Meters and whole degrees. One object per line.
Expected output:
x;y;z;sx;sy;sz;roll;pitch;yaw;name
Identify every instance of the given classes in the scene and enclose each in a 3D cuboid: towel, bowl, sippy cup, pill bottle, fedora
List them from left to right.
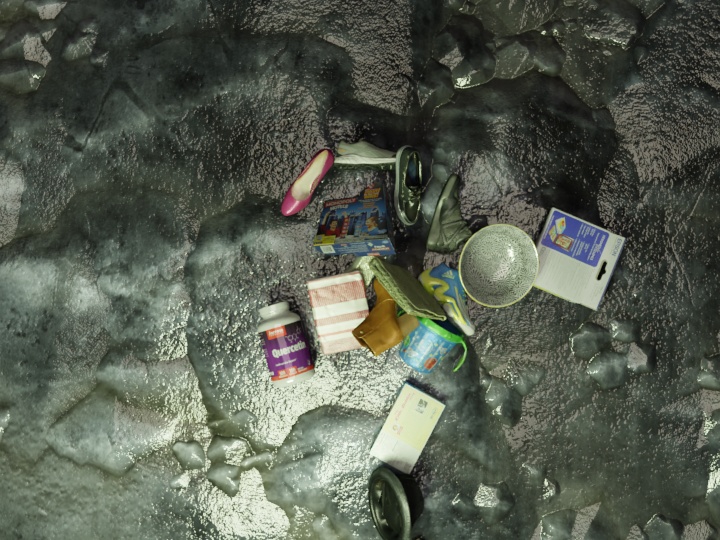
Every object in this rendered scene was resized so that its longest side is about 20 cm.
-0.190;0.183;1.417;0.111;0.112;0.202;-17;88;2;pill bottle
-0.048;0.107;1.432;0.143;0.023;0.202;-11;103;2;towel
0.097;0.574;1.387;0.091;0.200;0.203;-9;87;-30;fedora
0.112;0.045;1.357;0.037;0.148;0.200;-54;48;17;towel
0.164;0.178;1.397;0.178;0.139;0.131;42;104;43;sippy cup
0.328;-0.019;1.397;0.199;0.094;0.203;-1;100;-6;bowl

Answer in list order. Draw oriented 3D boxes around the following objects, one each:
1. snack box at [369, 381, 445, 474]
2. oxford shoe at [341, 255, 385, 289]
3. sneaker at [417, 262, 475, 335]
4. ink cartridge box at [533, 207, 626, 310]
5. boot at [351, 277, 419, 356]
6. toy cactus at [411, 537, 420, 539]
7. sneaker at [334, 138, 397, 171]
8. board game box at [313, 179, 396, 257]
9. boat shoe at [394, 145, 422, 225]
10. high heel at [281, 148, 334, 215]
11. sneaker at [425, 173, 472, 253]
0.118;0.398;1.432;0.115;0.037;0.201;28;90;3;snack box
0.000;0.000;1.444;0.075;0.058;0.201;34;105;-12;oxford shoe
0.237;0.060;1.404;0.105;0.076;0.200;-38;72;-5;sneaker
0.532;-0.028;1.422;0.199;0.047;0.199;24;88;2;ink cartridge box
0.035;0.109;1.364;0.143;0.071;0.201;-30;44;-11;boot
0.163;0.754;1.400;0.199;0.102;0.166;-28;77;10;toy cactus
0.033;-0.297;1.442;0.198;0.074;0.080;4;83;3;sneaker
0.001;-0.130;1.413;0.198;0.062;0.201;-3;52;22;board game box
0.123;-0.207;1.406;0.068;0.057;0.202;-14;113;-22;boat shoe
-0.137;-0.224;1.435;0.200;0.096;0.067;-45;87;1;high heel
0.241;-0.138;1.425;0.113;0.076;0.201;14;92;2;sneaker
